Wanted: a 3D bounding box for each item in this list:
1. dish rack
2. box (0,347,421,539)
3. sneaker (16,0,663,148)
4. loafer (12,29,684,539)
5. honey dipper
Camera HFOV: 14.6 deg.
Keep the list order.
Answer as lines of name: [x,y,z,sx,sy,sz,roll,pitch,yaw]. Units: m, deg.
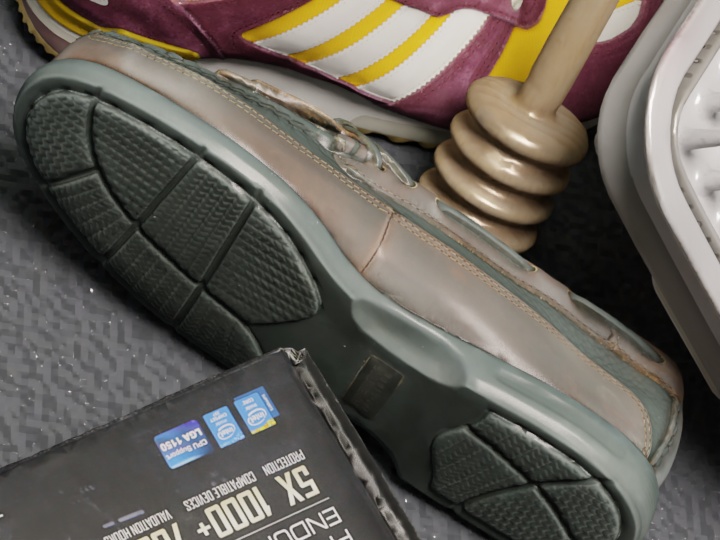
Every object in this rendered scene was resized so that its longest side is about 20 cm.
dish rack: [0.137,-0.042,0.787,0.200,0.043,0.172,-55,128,-33]
box: [-0.066,0.134,0.633,0.200,0.086,0.164,-22,72,-28]
sneaker: [0.008,-0.087,0.776,0.199,0.090,0.075,2,62,-18]
loafer: [0.000,0.000,0.745,0.200,0.072,0.063,38,50,-7]
honey dipper: [0.070,-0.084,0.737,0.038,0.200,0.038,22,29,-13]
